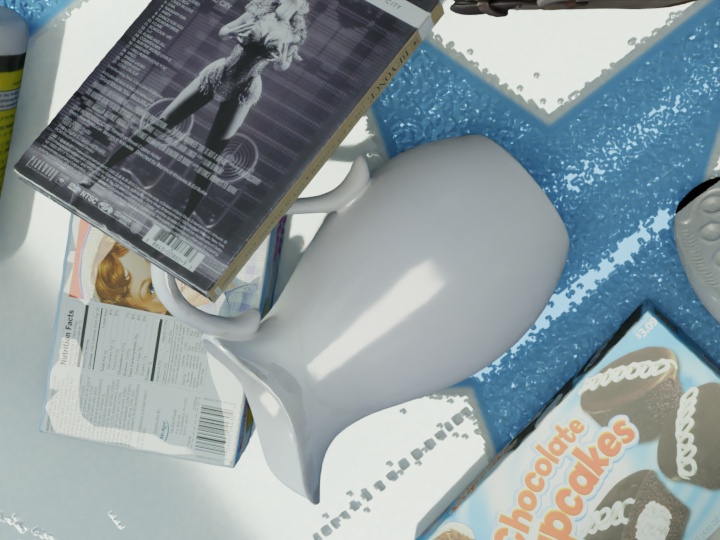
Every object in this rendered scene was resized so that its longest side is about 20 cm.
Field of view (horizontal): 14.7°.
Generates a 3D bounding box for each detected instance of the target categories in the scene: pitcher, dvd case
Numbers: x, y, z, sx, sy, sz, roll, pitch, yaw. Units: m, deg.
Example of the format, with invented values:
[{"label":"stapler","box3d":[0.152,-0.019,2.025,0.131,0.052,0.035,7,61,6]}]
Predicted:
[{"label":"pitcher","box3d":[0.000,0.000,1.500,0.200,0.121,0.172,-39,111,-10]},{"label":"dvd case","box3d":[-0.070,-0.095,1.477,0.148,0.016,0.200,31,76,30]}]

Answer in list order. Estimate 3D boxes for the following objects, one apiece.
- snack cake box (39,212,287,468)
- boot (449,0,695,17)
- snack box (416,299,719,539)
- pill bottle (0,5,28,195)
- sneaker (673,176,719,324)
[{"label":"snack cake box","box3d":[-0.106,-0.001,1.559,0.114,0.067,0.201,11,101,5]},{"label":"boot","box3d":[0.134,-0.166,1.466,0.199,0.146,0.071,-6,98,6]},{"label":"snack box","box3d":[0.135,0.128,1.578,0.116,0.037,0.200,42,101,-3]},{"label":"pill bottle","box3d":[-0.253,-0.051,1.538,0.112,0.112,0.201,12,101,2]},{"label":"sneaker","box3d":[0.250,0.053,1.534,0.080,0.200,0.147,-35,141,-11]}]
